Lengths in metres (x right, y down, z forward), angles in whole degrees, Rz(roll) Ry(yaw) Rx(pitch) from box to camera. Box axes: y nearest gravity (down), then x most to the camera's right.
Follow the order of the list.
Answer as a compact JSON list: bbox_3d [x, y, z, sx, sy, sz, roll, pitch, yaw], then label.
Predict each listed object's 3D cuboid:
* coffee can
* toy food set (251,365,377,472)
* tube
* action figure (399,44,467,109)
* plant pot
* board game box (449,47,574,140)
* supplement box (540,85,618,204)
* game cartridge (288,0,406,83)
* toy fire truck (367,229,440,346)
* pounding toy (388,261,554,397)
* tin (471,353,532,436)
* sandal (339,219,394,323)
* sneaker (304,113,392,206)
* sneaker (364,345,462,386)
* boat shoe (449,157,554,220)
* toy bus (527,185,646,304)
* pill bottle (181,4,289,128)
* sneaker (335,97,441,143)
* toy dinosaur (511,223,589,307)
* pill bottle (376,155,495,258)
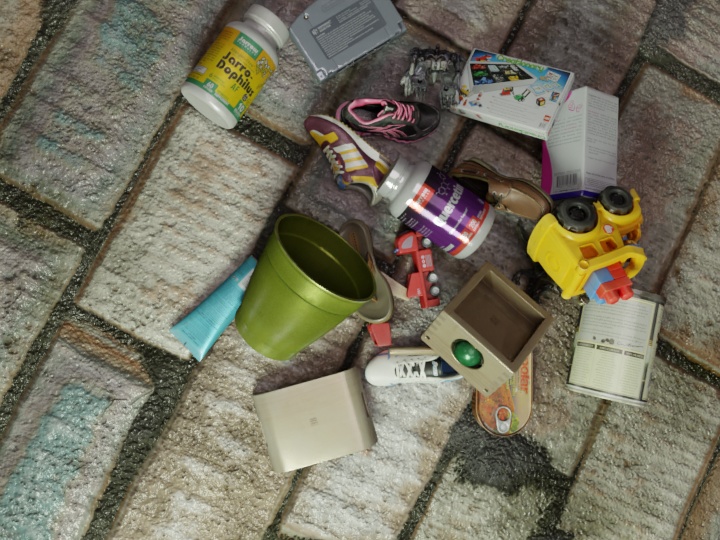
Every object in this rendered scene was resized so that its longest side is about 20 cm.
[{"bbox_3d":[0.469,0.136,1.215,0.145,0.146,0.201,13,85,-7],"label":"coffee can"},{"bbox_3d":[-0.082,0.265,1.180,0.199,0.060,0.144,-16,90,-1],"label":"toy food set"},{"bbox_3d":[-0.244,0.062,1.169,0.077,0.050,0.200,43,86,5],"label":"tube"},{"bbox_3d":[0.131,-0.352,1.201,0.118,0.200,0.103,13,121,2],"label":"action figure"},{"bbox_3d":[-0.108,0.044,1.106,0.200,0.201,0.193,38,114,-5],"label":"plant pot"},{"bbox_3d":[0.278,-0.331,1.224,0.199,0.035,0.127,23,84,23],"label":"board game box"},{"bbox_3d":[0.411,-0.227,1.235,0.103,0.101,0.201,4,87,-33],"label":"supplement box"},{"bbox_3d":[-0.029,-0.457,1.232,0.199,0.040,0.134,-33,95,-9],"label":"game cartridge"},{"bbox_3d":[0.073,0.030,1.213,0.140,0.049,0.201,-10,87,-7],"label":"toy fire truck"},{"bbox_3d":[0.192,0.114,1.153,0.184,0.142,0.200,42,53,9],"label":"pounding toy"},{"bbox_3d":[0.266,0.208,1.238,0.111,0.042,0.201,2,86,-4],"label":"tin"},{"bbox_3d":[0.000,0.000,1.178,0.080,0.054,0.201,-19,77,18],"label":"sandal"},{"bbox_3d":[-0.030,-0.201,1.197,0.199,0.075,0.090,34,77,-4],"label":"sneaker"},{"bbox_3d":[0.106,0.174,1.199,0.199,0.072,0.072,-6,89,-7],"label":"sneaker"},{"bbox_3d":[0.251,-0.137,1.195,0.200,0.072,0.068,31,47,34],"label":"boat shoe"},{"bbox_3d":[0.425,-0.030,1.148,0.199,0.136,0.193,-18,59,-14],"label":"toy bus"},{"bbox_3d":[-0.215,-0.362,1.160,0.113,0.113,0.201,35,82,-5],"label":"pill bottle"},{"bbox_3d":[0.057,-0.284,1.205,0.199,0.095,0.080,-2,85,-10],"label":"sneaker"},{"bbox_3d":[0.342,0.010,1.246,0.088,0.047,0.200,-49,65,17],"label":"toy dinosaur"},{"bbox_3d":[0.130,-0.115,1.161,0.199,0.112,0.113,32,83,-7],"label":"pill bottle"}]
